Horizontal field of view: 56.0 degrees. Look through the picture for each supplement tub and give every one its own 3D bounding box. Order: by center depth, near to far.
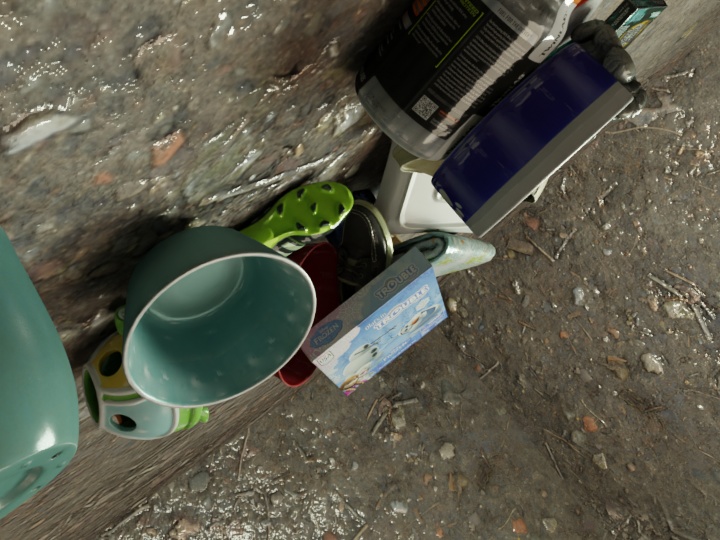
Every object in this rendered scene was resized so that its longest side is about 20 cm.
[{"bbox_3d":[0.098,-0.207,0.612,0.200,0.123,0.122,-44,169,31],"label":"supplement tub"}]

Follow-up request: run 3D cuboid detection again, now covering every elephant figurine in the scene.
[{"bbox_3d":[0.234,-0.207,0.839,0.200,0.155,0.142,-29,-149,22],"label":"elephant figurine"}]

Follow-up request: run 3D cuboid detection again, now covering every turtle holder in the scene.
[{"bbox_3d":[-0.247,0.123,0.794,0.131,0.141,0.185,-12,164,-34],"label":"turtle holder"}]

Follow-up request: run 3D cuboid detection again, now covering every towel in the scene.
[{"bbox_3d":[0.086,-0.014,1.045,0.200,0.048,0.171,-16,172,32],"label":"towel"}]

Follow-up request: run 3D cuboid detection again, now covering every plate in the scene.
[{"bbox_3d":[0.124,-0.124,0.918,0.200,0.032,0.200,-3,129,-25],"label":"plate"}]

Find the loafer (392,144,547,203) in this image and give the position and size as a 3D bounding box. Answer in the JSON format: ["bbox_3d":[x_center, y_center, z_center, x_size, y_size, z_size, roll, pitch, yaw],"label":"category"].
[{"bbox_3d":[0.137,-0.122,0.815,0.199,0.068,0.076,5,169,-4],"label":"loafer"}]

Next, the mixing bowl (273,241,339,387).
[{"bbox_3d":[-0.112,0.048,0.924,0.200,0.108,0.201,14,90,-71],"label":"mixing bowl"}]

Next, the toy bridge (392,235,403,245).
[{"bbox_3d":[0.024,-0.051,1.216,0.027,0.067,0.200,-43,168,22],"label":"toy bridge"}]

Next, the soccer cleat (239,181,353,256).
[{"bbox_3d":[-0.100,-0.045,0.821,0.200,0.068,0.081,-33,-178,-14],"label":"soccer cleat"}]

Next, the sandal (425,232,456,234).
[{"bbox_3d":[0.179,-0.101,1.046,0.200,0.043,0.076,-30,173,17],"label":"sandal"}]

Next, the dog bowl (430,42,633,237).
[{"bbox_3d":[0.169,-0.128,0.683,0.200,0.079,0.200,-42,175,-4],"label":"dog bowl"}]

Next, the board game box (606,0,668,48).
[{"bbox_3d":[0.486,-0.446,1.259,0.200,0.028,0.135,-28,165,-48],"label":"board game box"}]

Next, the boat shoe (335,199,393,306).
[{"bbox_3d":[-0.001,0.000,0.936,0.066,0.072,0.201,-41,142,-39],"label":"boat shoe"}]

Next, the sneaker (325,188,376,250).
[{"bbox_3d":[-0.010,-0.062,1.033,0.078,0.070,0.200,-31,168,-8],"label":"sneaker"}]

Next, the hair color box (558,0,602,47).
[{"bbox_3d":[0.194,-0.286,0.795,0.200,0.061,0.102,-36,172,-23],"label":"hair color box"}]

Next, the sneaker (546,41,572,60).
[{"bbox_3d":[0.290,-0.306,1.094,0.200,0.078,0.091,-45,154,10],"label":"sneaker"}]

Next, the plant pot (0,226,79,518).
[{"bbox_3d":[-0.277,0.084,0.426,0.200,0.161,0.201,-39,170,-8],"label":"plant pot"}]

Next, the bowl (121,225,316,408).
[{"bbox_3d":[-0.156,0.033,0.693,0.200,0.105,0.201,-21,139,-20],"label":"bowl"}]

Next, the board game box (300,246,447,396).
[{"bbox_3d":[0.026,0.080,0.956,0.200,0.043,0.199,-38,153,-4],"label":"board game box"}]
